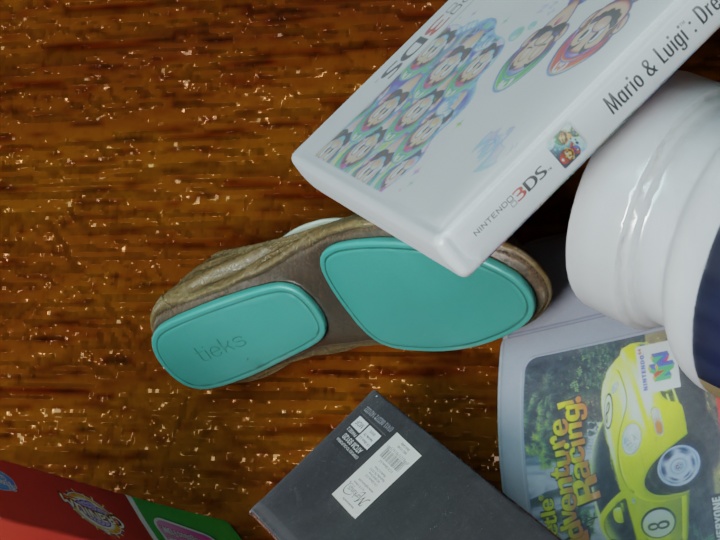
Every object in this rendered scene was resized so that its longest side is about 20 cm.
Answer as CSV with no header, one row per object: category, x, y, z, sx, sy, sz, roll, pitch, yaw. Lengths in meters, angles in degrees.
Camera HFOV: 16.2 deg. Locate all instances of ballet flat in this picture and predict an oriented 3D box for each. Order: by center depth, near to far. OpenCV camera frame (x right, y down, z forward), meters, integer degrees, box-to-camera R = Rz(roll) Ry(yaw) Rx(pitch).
ballet flat,0.000,0.000,1.042,0.200,0.068,0.072,-17,30,39

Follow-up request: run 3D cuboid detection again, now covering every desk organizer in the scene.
desk organizer,0.039,0.124,0.945,0.072,0.077,0.200,-44,27,-6

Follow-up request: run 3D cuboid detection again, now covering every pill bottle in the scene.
pill bottle,0.178,0.006,0.882,0.200,0.116,0.116,26,90,32

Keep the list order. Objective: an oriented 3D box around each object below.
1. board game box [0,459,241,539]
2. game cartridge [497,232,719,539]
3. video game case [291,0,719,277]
board game box,-0.142,0.153,1.007,0.153,0.200,0.040,-49,60,10
game cartridge,0.120,0.074,0.980,0.133,0.041,0.201,-16,70,29
video game case,0.067,-0.085,0.966,0.182,0.024,0.200,-45,20,-4
